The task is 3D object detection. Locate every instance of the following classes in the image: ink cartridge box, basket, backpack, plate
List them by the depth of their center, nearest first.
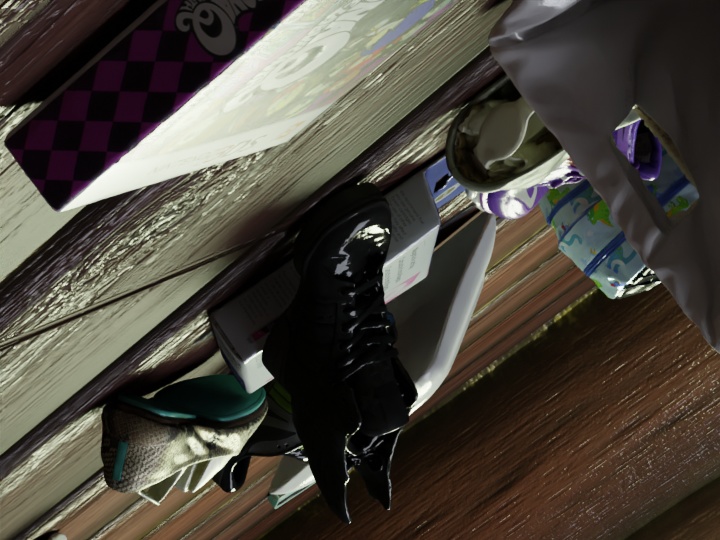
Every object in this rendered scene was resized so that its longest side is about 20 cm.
[{"bbox_3d":[0.197,-0.102,1.167,0.161,0.198,0.200,-34,174,-29],"label":"basket"},{"bbox_3d":[0.000,0.000,1.620,0.200,0.043,0.196,-33,173,-5],"label":"ink cartridge box"},{"bbox_3d":[0.025,0.067,1.948,0.199,0.032,0.200,-39,-163,39],"label":"plate"},{"bbox_3d":[0.234,-0.065,2.005,0.200,0.154,0.163,-56,-173,-28],"label":"backpack"}]

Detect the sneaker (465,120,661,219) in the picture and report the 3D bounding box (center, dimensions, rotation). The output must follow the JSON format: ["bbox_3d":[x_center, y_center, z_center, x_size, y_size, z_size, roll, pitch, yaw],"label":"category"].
[{"bbox_3d":[0.132,-0.074,1.521,0.081,0.083,0.200,-40,179,-36],"label":"sneaker"}]

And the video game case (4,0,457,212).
[{"bbox_3d":[-0.001,-0.100,0.861,0.200,0.036,0.181,-38,175,24],"label":"video game case"}]

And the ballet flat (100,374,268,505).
[{"bbox_3d":[-0.119,0.111,1.665,0.200,0.068,0.076,-9,116,-72],"label":"ballet flat"}]

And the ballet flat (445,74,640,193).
[{"bbox_3d":[0.120,-0.101,1.378,0.064,0.068,0.200,-16,161,-50],"label":"ballet flat"}]

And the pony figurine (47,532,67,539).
[{"bbox_3d":[-0.263,0.291,2.052,0.199,0.167,0.193,-19,164,-6],"label":"pony figurine"}]

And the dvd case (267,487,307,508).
[{"bbox_3d":[-0.033,0.246,3.429,0.200,0.022,0.146,-35,174,-10],"label":"dvd case"}]

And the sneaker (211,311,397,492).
[{"bbox_3d":[-0.044,0.092,1.887,0.199,0.083,0.071,-38,174,24],"label":"sneaker"}]

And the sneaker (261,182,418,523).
[{"bbox_3d":[-0.001,0.048,1.467,0.060,0.104,0.200,-21,150,-32],"label":"sneaker"}]
